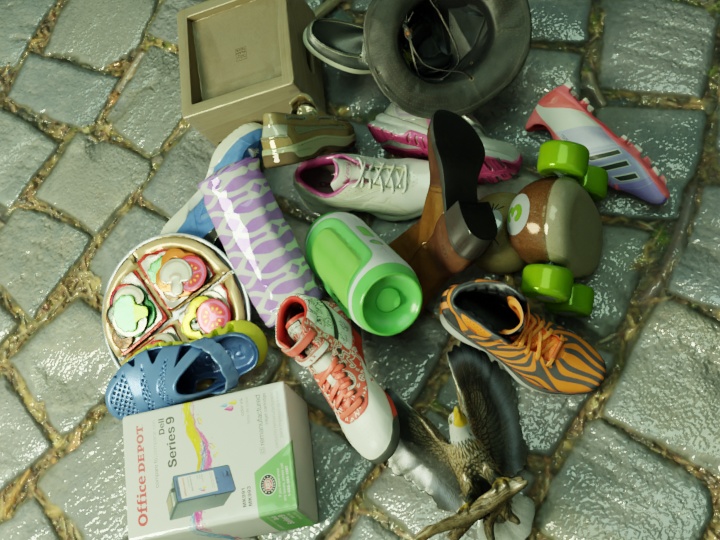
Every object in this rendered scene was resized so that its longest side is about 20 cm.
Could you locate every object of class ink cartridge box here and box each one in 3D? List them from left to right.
[{"bbox_3d":[-0.158,0.222,1.252,0.198,0.088,0.147,-13,65,12],"label":"ink cartridge box"}]

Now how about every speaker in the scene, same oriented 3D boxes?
[{"bbox_3d":[0.000,0.000,1.257,0.088,0.089,0.200,-38,29,-3],"label":"speaker"}]

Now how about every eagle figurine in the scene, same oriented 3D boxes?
[{"bbox_3d":[0.108,0.187,1.190,0.150,0.152,0.200,9,26,-22],"label":"eagle figurine"}]

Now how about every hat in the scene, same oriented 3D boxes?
[{"bbox_3d":[0.102,-0.274,1.323,0.198,0.081,0.203,0,94,3],"label":"hat"}]

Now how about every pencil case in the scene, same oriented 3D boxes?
[{"bbox_3d":[-0.116,-0.035,1.303,0.083,0.085,0.202,-23,93,14],"label":"pencil case"}]

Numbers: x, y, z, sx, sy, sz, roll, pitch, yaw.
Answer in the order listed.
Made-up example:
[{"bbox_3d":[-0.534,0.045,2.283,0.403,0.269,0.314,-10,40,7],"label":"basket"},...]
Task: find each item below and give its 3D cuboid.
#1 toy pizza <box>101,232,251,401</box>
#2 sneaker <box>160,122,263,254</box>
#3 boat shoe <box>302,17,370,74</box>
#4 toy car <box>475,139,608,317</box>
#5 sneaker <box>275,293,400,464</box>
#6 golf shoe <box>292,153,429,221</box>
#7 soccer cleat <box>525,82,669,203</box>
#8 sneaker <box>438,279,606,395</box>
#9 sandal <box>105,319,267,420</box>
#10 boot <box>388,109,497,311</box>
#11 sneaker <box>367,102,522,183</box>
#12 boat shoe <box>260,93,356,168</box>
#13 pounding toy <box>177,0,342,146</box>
[{"bbox_3d":[-0.224,0.056,1.333,0.198,0.032,0.203,0,90,18],"label":"toy pizza"},{"bbox_3d":[-0.152,-0.080,1.384,0.111,0.077,0.201,33,82,29],"label":"sneaker"},{"bbox_3d":[0.029,-0.279,1.384,0.198,0.068,0.073,14,61,-8],"label":"boat shoe"},{"bbox_3d":[0.161,-0.046,1.255,0.198,0.157,0.166,4,78,29],"label":"toy car"},{"bbox_3d":[-0.032,0.112,1.205,0.067,0.107,0.203,-40,49,24],"label":"sneaker"},{"bbox_3d":[0.012,-0.103,1.339,0.197,0.092,0.076,-2,78,14],"label":"golf shoe"},{"bbox_3d":[0.276,-0.135,1.305,0.077,0.067,0.200,-46,63,13],"label":"soccer cleat"},{"bbox_3d":[0.175,0.074,1.185,0.198,0.112,0.078,24,81,0],"label":"sneaker"},{"bbox_3d":[-0.204,0.118,1.271,0.198,0.087,0.080,-25,104,10],"label":"sandal"},{"bbox_3d":[0.075,-0.057,1.276,0.068,0.200,0.190,-1,61,-31],"label":"boot"},{"bbox_3d":[0.109,-0.172,1.352,0.198,0.081,0.089,23,76,22],"label":"sneaker"},{"bbox_3d":[-0.059,-0.173,1.334,0.071,0.200,0.077,-9,99,20],"label":"boat shoe"},{"bbox_3d":[-0.121,-0.280,1.447,0.182,0.142,0.202,-14,68,18],"label":"pounding toy"}]
